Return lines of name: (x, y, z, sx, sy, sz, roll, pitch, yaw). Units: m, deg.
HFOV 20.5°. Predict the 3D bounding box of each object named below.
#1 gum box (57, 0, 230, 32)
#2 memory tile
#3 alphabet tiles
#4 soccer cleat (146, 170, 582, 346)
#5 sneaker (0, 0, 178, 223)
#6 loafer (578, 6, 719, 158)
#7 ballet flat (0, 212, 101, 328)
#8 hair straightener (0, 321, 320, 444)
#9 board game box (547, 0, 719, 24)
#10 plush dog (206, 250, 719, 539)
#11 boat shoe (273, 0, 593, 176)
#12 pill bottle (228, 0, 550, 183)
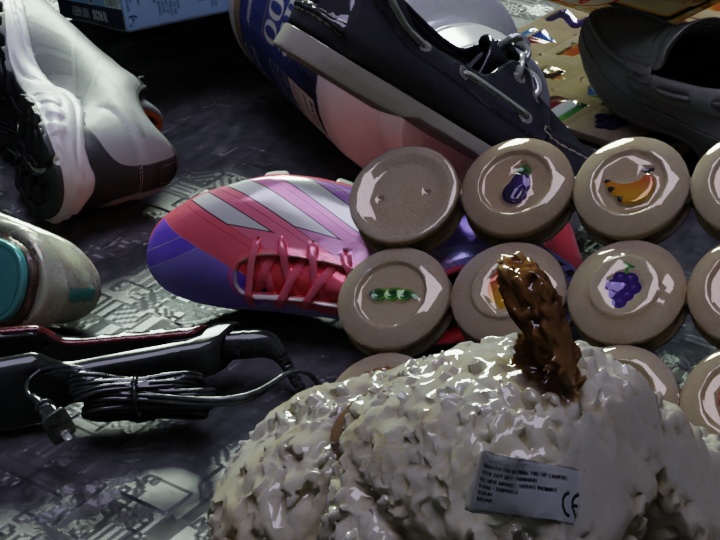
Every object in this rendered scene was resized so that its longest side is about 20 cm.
gum box: (-0.069, -0.186, 1.187, 0.200, 0.045, 0.170, -14, 14, -18)
memory tile: (0.085, 0.010, 0.817, 0.200, 0.017, 0.153, -2, 60, 19)
alphabet tiles: (0.163, -0.120, 1.132, 0.167, 0.008, 0.200, 22, 38, 37)
soccer cleat: (0.000, 0.000, 0.893, 0.200, 0.067, 0.077, 2, 35, 4)
sneaker: (-0.153, -0.090, 1.062, 0.079, 0.074, 0.200, -5, 35, -21)
loafer: (0.175, -0.100, 1.020, 0.070, 0.070, 0.200, -17, 33, -21)
ballet flat: (-0.208, -0.010, 0.949, 0.200, 0.068, 0.062, 21, 11, 30)
hair straightener: (-0.116, 0.056, 0.841, 0.200, 0.041, 0.077, -1, 30, -4)
board game box: (0.162, -0.190, 1.038, 0.151, 0.046, 0.200, 12, -19, -32)
plush dog: (0.020, 0.080, 0.695, 0.172, 0.161, 0.200, -10, 22, 39)
boat shoe: (0.058, -0.082, 0.904, 0.200, 0.063, 0.073, 26, 3, -24)
pill bottle: (0.015, -0.115, 1.034, 0.111, 0.111, 0.200, -15, 32, -19)
